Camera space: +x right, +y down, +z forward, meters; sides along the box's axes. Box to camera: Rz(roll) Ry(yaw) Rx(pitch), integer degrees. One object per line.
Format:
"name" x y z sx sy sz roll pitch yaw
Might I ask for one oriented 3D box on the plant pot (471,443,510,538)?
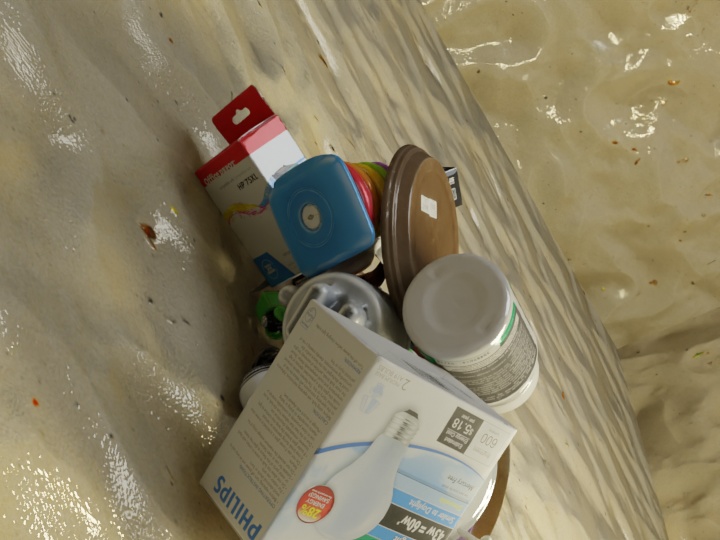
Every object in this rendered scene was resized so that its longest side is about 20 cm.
"plant pot" 0.134 0.281 1.583 0.027 0.201 0.201 19 36 -16

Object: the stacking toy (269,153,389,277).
"stacking toy" 0.008 -0.077 1.322 0.199 0.116 0.111 -21 85 -50

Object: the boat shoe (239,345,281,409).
"boat shoe" -0.084 0.112 1.307 0.067 0.070 0.200 55 15 17

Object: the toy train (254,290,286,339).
"toy train" -0.032 0.049 1.423 0.198 0.042 0.057 1 44 -34

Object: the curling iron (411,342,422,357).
"curling iron" 0.077 0.100 1.646 0.050 0.199 0.026 42 71 -31

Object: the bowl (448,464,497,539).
"bowl" 0.053 0.201 1.336 0.091 0.199 0.203 86 -13 -71

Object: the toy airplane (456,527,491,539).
"toy airplane" 0.071 0.346 1.271 0.142 0.198 0.200 60 0 14

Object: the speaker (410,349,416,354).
"speaker" 0.076 0.180 1.661 0.200 0.088 0.089 51 22 -40

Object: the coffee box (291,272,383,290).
"coffee box" -0.011 0.098 1.513 0.113 0.079 0.202 40 31 -49

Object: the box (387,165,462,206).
"box" 0.001 -0.085 1.504 0.157 0.199 0.050 -22 108 -35

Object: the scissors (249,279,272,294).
"scissors" -0.073 -0.015 1.475 0.199 0.014 0.073 -19 52 -39

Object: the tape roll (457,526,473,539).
"tape roll" 0.099 0.224 1.484 0.200 0.084 0.202 -167 -90 -87

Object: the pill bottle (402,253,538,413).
"pill bottle" 0.122 0.073 1.276 0.200 0.112 0.114 53 19 -58

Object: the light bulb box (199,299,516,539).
"light bulb box" -0.002 0.168 1.114 0.197 0.201 0.125 29 5 -37

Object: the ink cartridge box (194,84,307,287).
"ink cartridge box" -0.108 -0.092 1.371 0.067 0.116 0.201 -38 97 -35

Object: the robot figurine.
"robot figurine" -0.011 0.067 1.295 0.169 0.113 0.200 36 2 18

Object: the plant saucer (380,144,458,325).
"plant saucer" 0.068 -0.036 1.320 0.200 0.029 0.203 -2 90 -67

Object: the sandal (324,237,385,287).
"sandal" -0.008 0.002 1.406 0.207 0.078 0.060 -62 136 -77
